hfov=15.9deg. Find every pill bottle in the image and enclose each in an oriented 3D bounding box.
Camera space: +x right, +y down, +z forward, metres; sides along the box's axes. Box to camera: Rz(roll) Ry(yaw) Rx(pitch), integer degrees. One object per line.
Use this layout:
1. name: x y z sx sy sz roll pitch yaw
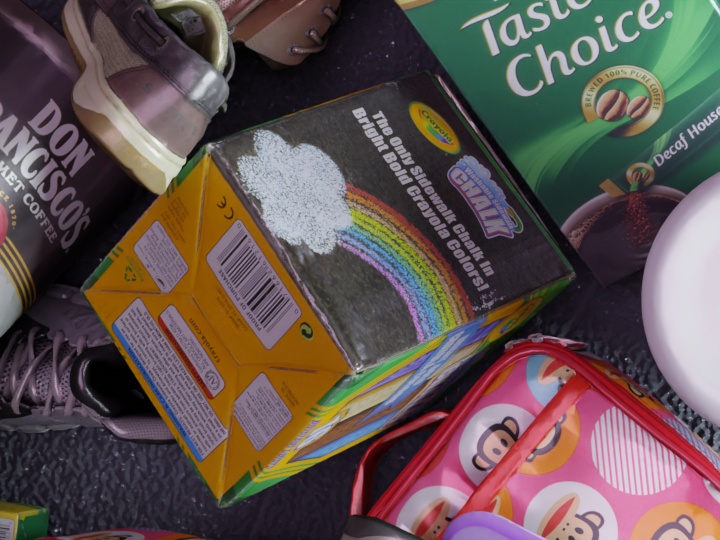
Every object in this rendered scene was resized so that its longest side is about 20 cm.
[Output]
1. pill bottle: 0.189 0.018 1.103 0.115 0.200 0.116 -1 85 14

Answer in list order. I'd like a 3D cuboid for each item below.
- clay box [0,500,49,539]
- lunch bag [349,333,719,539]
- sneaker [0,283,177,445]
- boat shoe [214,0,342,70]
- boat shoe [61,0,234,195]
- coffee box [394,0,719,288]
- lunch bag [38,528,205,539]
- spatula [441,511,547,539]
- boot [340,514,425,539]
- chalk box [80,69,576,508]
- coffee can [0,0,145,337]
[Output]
1. clay box: -0.261 0.162 1.288 0.200 0.048 0.115 7 91 15
2. lunch bag: 0.073 0.134 1.191 0.176 0.082 0.200 41 99 18
3. sneaker: -0.135 0.044 1.227 0.200 0.115 0.075 5 88 14
4. boat shoe: -0.039 -0.133 1.241 0.200 0.076 0.072 -19 92 17
5. boat shoe: -0.086 -0.093 1.128 0.066 0.201 0.072 -38 110 8
6. coffee box: 0.107 -0.095 1.148 0.123 0.044 0.200 -27 120 18
7. lunch bag: -0.089 0.222 1.184 0.176 0.082 0.200 4 91 43
8. spatula: 0.029 0.200 1.149 0.056 0.021 0.200 27 99 14
9. boot: 0.050 0.213 1.083 0.203 0.073 0.154 29 85 6
10. chalk box: 0.000 0.000 1.175 0.125 0.200 0.124 56 133 12
11. coffee can: -0.215 -0.021 1.200 0.146 0.146 0.200 37 70 13
